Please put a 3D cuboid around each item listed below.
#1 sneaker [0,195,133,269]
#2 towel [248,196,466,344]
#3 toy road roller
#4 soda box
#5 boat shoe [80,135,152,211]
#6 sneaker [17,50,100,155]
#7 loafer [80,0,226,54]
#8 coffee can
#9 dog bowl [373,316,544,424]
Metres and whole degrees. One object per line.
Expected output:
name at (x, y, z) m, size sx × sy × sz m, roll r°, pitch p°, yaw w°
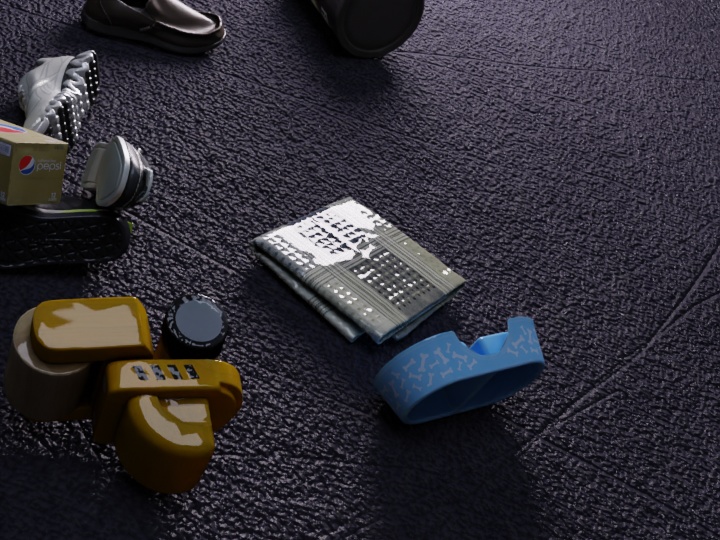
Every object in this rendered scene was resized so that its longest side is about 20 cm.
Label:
sneaker at (-0.334, -0.043, 1.174) m, size 0.198 × 0.072 × 0.083 m, roll 7°, pitch 16°, yaw -21°
towel at (0.000, 0.000, 1.311) m, size 0.199 × 0.035 × 0.192 m, roll 37°, pitch 36°, yaw 21°
toy road roller at (-0.200, 0.112, 0.986) m, size 0.198 × 0.123 × 0.147 m, roll 1°, pitch 54°, yaw -24°
soda box at (-0.391, -0.122, 1.160) m, size 0.199 × 0.065 × 0.067 m, roll 21°, pitch 16°, yaw 32°
boat shoe at (-0.249, -0.100, 1.207) m, size 0.060 × 0.076 × 0.200 m, roll 19°, pitch 5°, yaw -23°
sneaker at (-0.364, -0.190, 1.325) m, size 0.080 × 0.076 × 0.201 m, roll 6°, pitch 36°, yaw 1°
loafer at (-0.275, -0.348, 1.547) m, size 0.198 × 0.072 × 0.073 m, roll 4°, pitch 41°, yaw -22°
coffee can at (-0.009, -0.442, 1.736) m, size 0.145 × 0.147 × 0.201 m, roll -4°, pitch 44°, yaw -30°
dog bowl at (0.109, 0.106, 1.174) m, size 0.198 × 0.112 × 0.050 m, roll -10°, pitch 60°, yaw -35°
